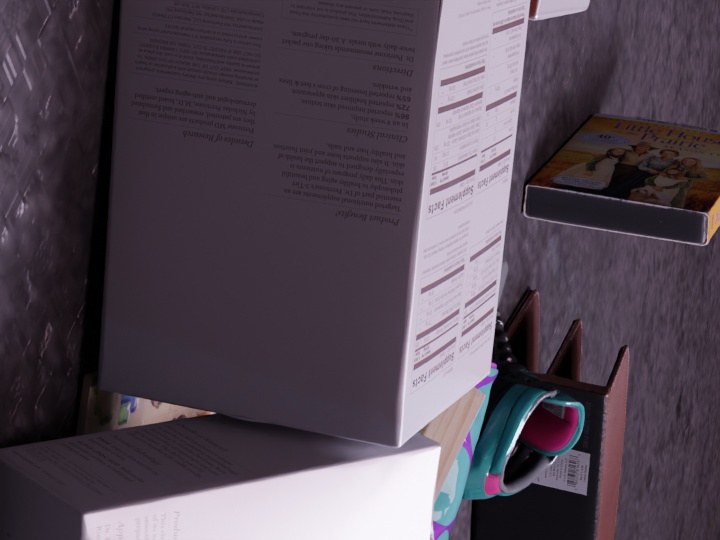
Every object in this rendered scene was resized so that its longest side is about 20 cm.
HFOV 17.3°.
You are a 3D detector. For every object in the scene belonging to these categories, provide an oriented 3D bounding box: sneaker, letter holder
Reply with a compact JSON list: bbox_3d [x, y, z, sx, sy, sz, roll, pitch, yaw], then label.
[{"bbox_3d":[0.097,0.072,1.590,0.084,0.120,0.201,75,31,-55],"label":"sneaker"},{"bbox_3d":[0.157,0.134,1.858,0.142,0.100,0.201,-55,152,-54],"label":"letter holder"}]

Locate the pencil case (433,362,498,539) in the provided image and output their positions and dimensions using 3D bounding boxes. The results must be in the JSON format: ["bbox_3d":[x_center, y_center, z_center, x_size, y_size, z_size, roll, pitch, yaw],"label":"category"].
[{"bbox_3d":[0.025,0.143,1.474,0.092,0.084,0.202,150,-45,-76],"label":"pencil case"}]

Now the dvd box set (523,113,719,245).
[{"bbox_3d":[0.225,-0.074,1.856,0.200,0.145,0.030,-42,139,-60],"label":"dvd box set"}]

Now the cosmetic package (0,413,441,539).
[{"bbox_3d":[-0.065,0.128,1.050,0.199,0.081,0.114,-6,110,-40],"label":"cosmetic package"}]

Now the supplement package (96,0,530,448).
[{"bbox_3d":[-0.019,-0.044,1.099,0.151,0.151,0.202,-29,126,-68],"label":"supplement package"}]

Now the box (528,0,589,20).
[{"bbox_3d":[0.048,-0.238,1.190,0.106,0.151,0.202,-23,123,-70],"label":"box"}]

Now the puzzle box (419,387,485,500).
[{"bbox_3d":[-0.007,0.159,1.335,0.133,0.025,0.201,-36,-158,58],"label":"puzzle box"}]

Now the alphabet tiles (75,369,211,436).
[{"bbox_3d":[-0.108,0.105,1.168,0.166,0.006,0.202,-19,119,-70],"label":"alphabet tiles"}]
